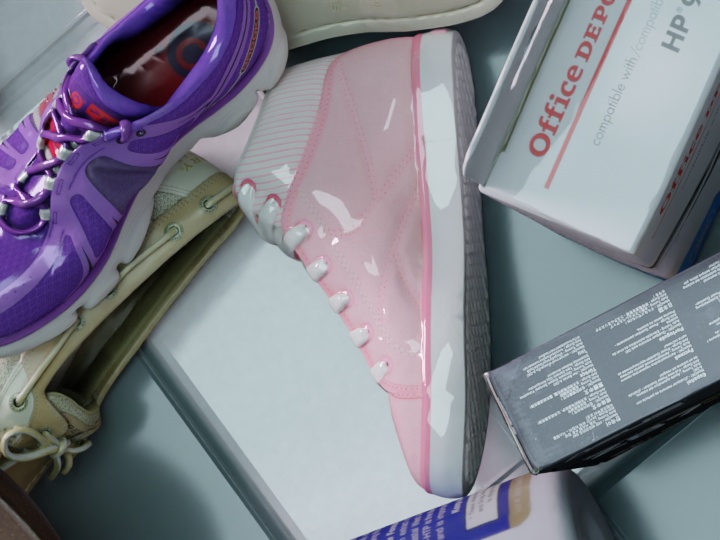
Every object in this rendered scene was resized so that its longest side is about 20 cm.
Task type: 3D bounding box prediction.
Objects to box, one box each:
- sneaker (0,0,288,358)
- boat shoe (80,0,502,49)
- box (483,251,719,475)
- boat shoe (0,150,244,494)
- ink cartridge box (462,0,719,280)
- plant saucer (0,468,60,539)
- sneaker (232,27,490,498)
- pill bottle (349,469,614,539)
[{"bbox_3d":[-0.117,-0.054,1.017,0.080,0.083,0.200,39,91,15],"label":"sneaker"},{"bbox_3d":[-0.026,-0.138,1.070,0.198,0.060,0.072,-3,115,16],"label":"boat shoe"},{"bbox_3d":[0.156,0.015,0.958,0.199,0.161,0.049,-28,79,10],"label":"box"},{"bbox_3d":[-0.122,0.036,1.077,0.063,0.073,0.202,30,86,19],"label":"boat shoe"},{"bbox_3d":[0.108,-0.064,0.956,0.067,0.200,0.117,24,92,15],"label":"ink cartridge box"},{"bbox_3d":[-0.194,0.127,1.061,0.199,0.037,0.202,15,130,18],"label":"plant saucer"},{"bbox_3d":[0.000,0.000,1.044,0.104,0.075,0.202,-5,77,10],"label":"sneaker"},{"bbox_3d":[0.013,0.168,1.005,0.199,0.120,0.121,-21,81,12],"label":"pill bottle"}]
